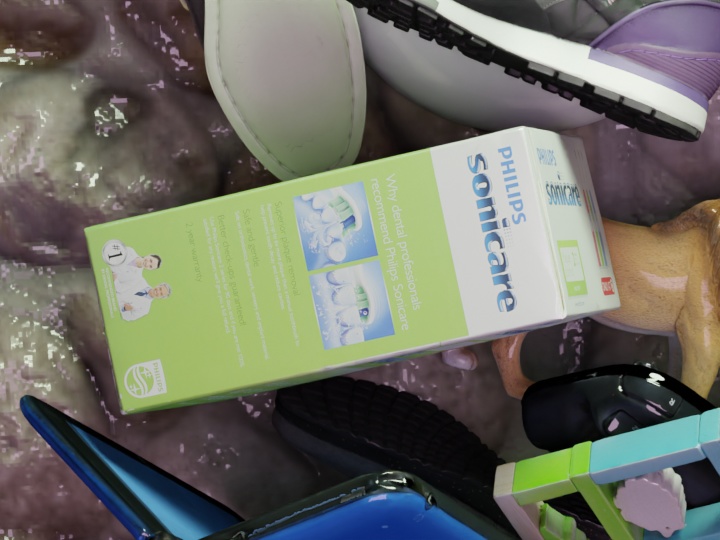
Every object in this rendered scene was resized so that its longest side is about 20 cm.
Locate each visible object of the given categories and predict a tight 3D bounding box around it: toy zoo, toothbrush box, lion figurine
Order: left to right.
[{"bbox_3d":[0.000,0.000,1.209,0.199,0.146,0.087,-14,87,13],"label":"toothbrush box"},{"bbox_3d":[0.121,0.003,1.281,0.199,0.072,0.123,9,99,-2],"label":"lion figurine"},{"bbox_3d":[0.174,0.109,1.199,0.199,0.021,0.131,-16,130,24],"label":"toy zoo"}]

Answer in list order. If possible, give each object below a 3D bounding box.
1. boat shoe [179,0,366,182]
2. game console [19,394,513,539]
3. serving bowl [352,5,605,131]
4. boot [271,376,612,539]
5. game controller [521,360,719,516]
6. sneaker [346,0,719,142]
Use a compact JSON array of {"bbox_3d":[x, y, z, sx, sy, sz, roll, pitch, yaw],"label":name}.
[{"bbox_3d":[-0.050,-0.137,1.245,0.071,0.061,0.202,-21,103,-3],"label":"boat shoe"},{"bbox_3d":[-0.022,0.103,1.194,0.170,0.200,0.119,-23,60,19],"label":"game console"},{"bbox_3d":[0.077,-0.156,1.244,0.199,0.066,0.201,0,103,-1],"label":"serving bowl"},{"bbox_3d":[0.031,0.141,1.314,0.199,0.070,0.132,25,112,1],"label":"boot"},{"bbox_3d":[0.164,0.104,1.256,0.200,0.104,0.042,37,71,-24],"label":"game controller"},{"bbox_3d":[0.069,-0.132,1.189,0.199,0.076,0.088,23,87,-11],"label":"sneaker"}]
